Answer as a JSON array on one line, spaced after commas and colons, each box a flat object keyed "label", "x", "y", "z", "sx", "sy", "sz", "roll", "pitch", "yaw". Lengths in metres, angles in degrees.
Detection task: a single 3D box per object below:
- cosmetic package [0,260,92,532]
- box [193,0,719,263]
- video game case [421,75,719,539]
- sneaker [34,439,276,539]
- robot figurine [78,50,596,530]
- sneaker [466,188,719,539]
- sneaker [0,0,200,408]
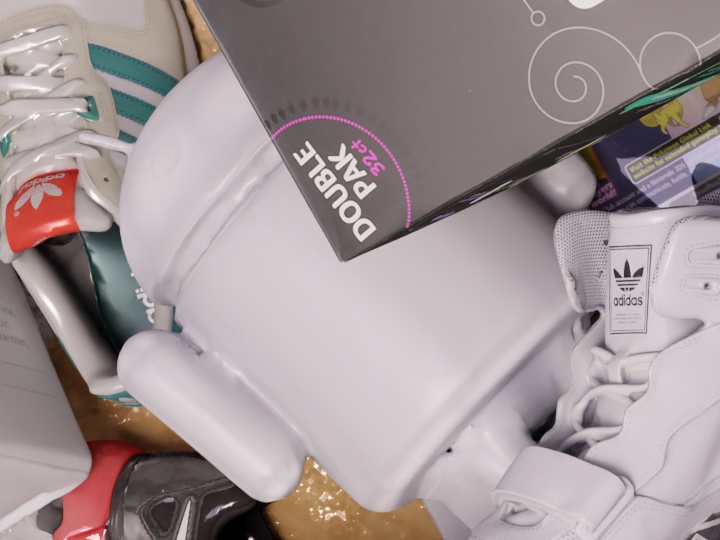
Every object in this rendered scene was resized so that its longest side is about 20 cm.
[{"label": "cosmetic package", "x": -0.230, "y": 0.017, "z": 0.989, "sx": 0.167, "sy": 0.166, "sz": 0.200, "roll": -32, "pitch": 69, "yaw": 20}, {"label": "box", "x": 0.059, "y": -0.117, "z": 0.810, "sx": 0.200, "sy": 0.124, "sz": 0.149, "roll": -29, "pitch": 89, "yaw": 27}, {"label": "video game case", "x": 0.075, "y": -0.020, "z": 0.985, "sx": 0.200, "sy": 0.023, "sz": 0.182, "roll": -30, "pitch": 86, "yaw": 20}, {"label": "sneaker", "x": -0.051, "y": 0.156, "z": 1.020, "sx": 0.098, "sy": 0.071, "sz": 0.200, "roll": -9, "pitch": 92, "yaw": 22}, {"label": "robot figurine", "x": 0.000, "y": 0.000, "z": 0.940, "sx": 0.200, "sy": 0.113, "sz": 0.170, "roll": 45, "pitch": 68, "yaw": 9}, {"label": "sneaker", "x": 0.073, "y": 0.047, "z": 0.856, "sx": 0.075, "sy": 0.200, "sz": 0.115, "roll": 4, "pitch": 116, "yaw": 58}, {"label": "sneaker", "x": -0.097, "y": -0.044, "z": 1.001, "sx": 0.070, "sy": 0.093, "sz": 0.200, "roll": -18, "pitch": 91, "yaw": 20}]
